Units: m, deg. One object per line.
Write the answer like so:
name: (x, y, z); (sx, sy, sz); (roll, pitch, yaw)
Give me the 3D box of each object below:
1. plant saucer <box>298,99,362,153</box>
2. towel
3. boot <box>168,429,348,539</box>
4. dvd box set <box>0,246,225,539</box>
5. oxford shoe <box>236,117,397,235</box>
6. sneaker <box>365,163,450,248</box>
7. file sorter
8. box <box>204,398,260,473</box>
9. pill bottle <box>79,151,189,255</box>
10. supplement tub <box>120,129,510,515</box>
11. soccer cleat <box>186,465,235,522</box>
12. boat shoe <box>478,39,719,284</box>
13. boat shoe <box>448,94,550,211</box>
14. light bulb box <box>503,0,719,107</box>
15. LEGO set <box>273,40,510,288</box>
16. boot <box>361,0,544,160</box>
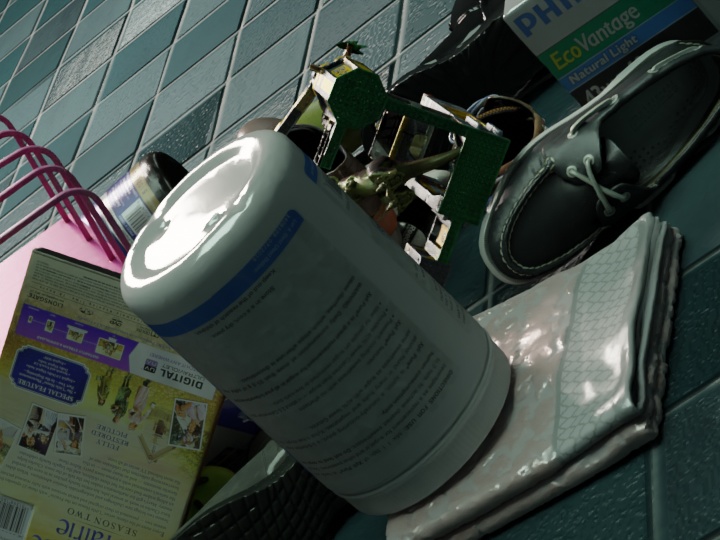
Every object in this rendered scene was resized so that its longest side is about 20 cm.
plant saucer: (-0.059, -0.084, 1.790); (0.200, 0.031, 0.200); (-36, -6, -4)
towel: (0.098, 0.067, 1.335); (0.191, 0.032, 0.200); (-33, 23, 30)
boot: (-0.055, 0.138, 1.464); (0.200, 0.068, 0.131); (-40, 13, -3)
dvd box set: (-0.167, 0.102, 1.466); (0.029, 0.146, 0.201); (-42, -31, -83)
oxford shoe: (-0.040, -0.079, 1.611); (0.071, 0.073, 0.200); (-36, 33, -13)
sneaker: (0.000, 0.000, 1.597); (0.081, 0.075, 0.200); (3, 51, 50)
file sorter: (-0.241, -0.008, 1.568); (0.139, 0.126, 0.200); (-37, 31, -12)
box: (-0.147, 0.140, 1.550); (0.200, 0.042, 0.119); (-42, -24, 11)
pill bottle: (-0.205, 0.006, 1.905); (0.200, 0.112, 0.112); (-41, 21, 9)
supplement tub: (-0.025, 0.030, 1.308); (0.132, 0.200, 0.132); (-38, 23, 19)
soccer cleat: (-0.161, 0.195, 1.537); (0.200, 0.065, 0.084); (-43, 11, 2)
boat shoe: (0.154, -0.070, 1.426); (0.200, 0.076, 0.060); (-50, 16, -10)
boat shoe: (0.101, -0.082, 1.548); (0.072, 0.072, 0.200); (-47, 21, -5)
light bulb box: (0.209, -0.222, 1.537); (0.198, 0.125, 0.200); (-34, 24, 26)
LEGO set: (0.000, -0.046, 1.464); (0.116, 0.153, 0.201); (-135, 55, -67)
boot: (0.084, -0.170, 1.750); (0.198, 0.073, 0.163); (-41, 18, 17)
